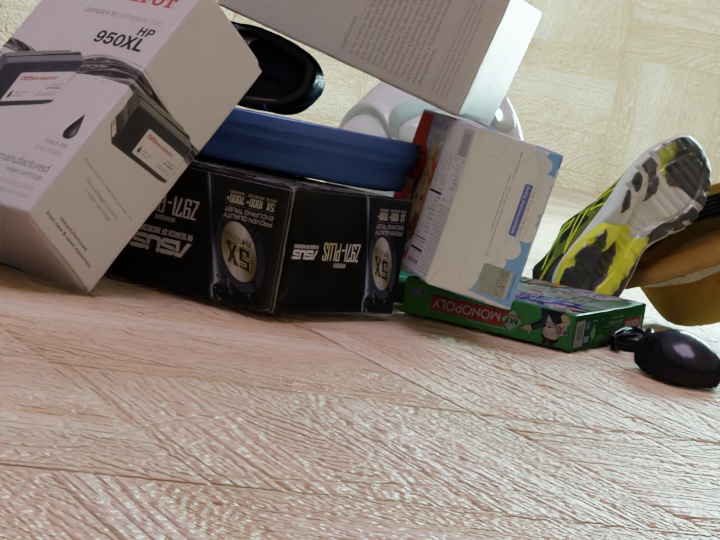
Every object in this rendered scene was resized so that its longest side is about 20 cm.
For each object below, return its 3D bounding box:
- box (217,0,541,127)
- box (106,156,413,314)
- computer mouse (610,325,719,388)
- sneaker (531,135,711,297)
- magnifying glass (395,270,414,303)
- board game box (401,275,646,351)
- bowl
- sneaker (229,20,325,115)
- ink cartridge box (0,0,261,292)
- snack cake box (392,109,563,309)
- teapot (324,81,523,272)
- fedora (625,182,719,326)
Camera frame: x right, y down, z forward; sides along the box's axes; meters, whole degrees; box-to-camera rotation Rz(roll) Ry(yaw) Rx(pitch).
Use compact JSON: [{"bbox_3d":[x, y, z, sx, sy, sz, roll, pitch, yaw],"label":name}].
[{"bbox_3d":[0.016,-0.193,1.695,0.199,0.098,0.124,27,6,14],"label":"box"},{"bbox_3d":[-0.093,-0.030,1.608,0.199,0.087,0.164,13,6,29],"label":"box"},{"bbox_3d":[0.219,0.053,1.664,0.058,0.034,0.200,9,5,-7],"label":"computer mouse"},{"bbox_3d":[0.213,-0.043,1.943,0.075,0.200,0.085,54,-22,-20],"label":"sneaker"},{"bbox_3d":[0.000,0.000,1.831,0.079,0.023,0.200,9,5,-21],"label":"magnifying glass"},{"bbox_3d":[0.128,0.028,1.756,0.134,0.029,0.200,12,6,21],"label":"board game box"},{"bbox_3d":[-0.058,-0.093,1.685,0.200,0.040,0.201,12,4,-1],"label":"bowl"},{"bbox_3d":[-0.122,-0.162,1.685,0.199,0.070,0.078,12,-4,-4],"label":"sneaker"},{"bbox_3d":[-0.184,-0.098,1.512,0.144,0.200,0.084,15,-30,41],"label":"ink cartridge box"},{"bbox_3d":[0.075,-0.048,1.660,0.067,0.115,0.200,17,5,-12],"label":"snack cake box"},{"bbox_3d":[0.039,-0.085,1.947,0.146,0.201,0.197,-2,22,-30],"label":"teapot"},{"bbox_3d":[0.301,-0.008,1.985,0.200,0.082,0.201,-26,16,8],"label":"fedora"}]
